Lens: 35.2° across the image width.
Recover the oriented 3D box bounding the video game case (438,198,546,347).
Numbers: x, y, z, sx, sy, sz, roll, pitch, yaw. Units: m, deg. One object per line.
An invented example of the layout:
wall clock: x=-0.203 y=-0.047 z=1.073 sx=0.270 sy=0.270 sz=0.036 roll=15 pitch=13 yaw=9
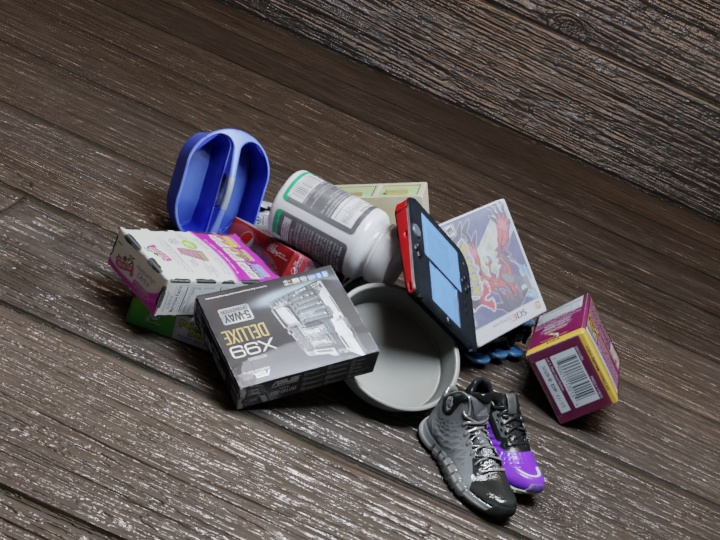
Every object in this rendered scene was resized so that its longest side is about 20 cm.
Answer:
video game case: x=0.203 y=0.002 z=1.804 sx=0.182 sy=0.023 sz=0.200 roll=-23 pitch=92 yaw=-41

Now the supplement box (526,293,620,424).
supplement box: x=0.346 y=0.139 z=1.829 sx=0.131 sy=0.103 sz=0.200 roll=62 pitch=20 yaw=-7

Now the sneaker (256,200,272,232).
sneaker: x=-0.127 y=-0.074 z=1.911 sx=0.115 sy=0.075 sz=0.200 roll=6 pitch=5 yaw=-29

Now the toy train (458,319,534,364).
toy train: x=0.206 y=0.094 z=1.890 sx=0.114 sy=0.087 sz=0.200 roll=31 pitch=21 yaw=33

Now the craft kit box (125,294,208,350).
craft kit box: x=-0.215 y=0.048 z=1.603 sx=0.200 sy=0.049 sz=0.198 roll=21 pitch=18 yaw=-8

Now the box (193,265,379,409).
box: x=-0.099 y=0.084 z=1.485 sx=0.200 sy=0.050 sz=0.158 roll=-13 pitch=52 yaw=-24

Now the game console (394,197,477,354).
game console: x=0.112 y=0.006 z=1.627 sx=0.200 sy=0.031 sz=0.177 roll=43 pitch=30 yaw=-45

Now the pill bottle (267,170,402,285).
pill bottle: x=-0.028 y=-0.058 z=1.680 sx=0.200 sy=0.113 sz=0.113 roll=29 pitch=21 yaw=16

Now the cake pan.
cake pan: x=0.044 y=0.112 z=1.591 sx=0.200 sy=0.037 sz=0.200 roll=15 pitch=54 yaw=-21

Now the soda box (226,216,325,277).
soda box: x=-0.138 y=-0.019 z=1.743 sx=0.070 sy=0.063 sz=0.200 roll=26 pitch=2 yaw=-38

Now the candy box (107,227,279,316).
candy box: x=-0.224 y=0.003 z=1.557 sx=0.200 sy=0.061 sz=0.136 roll=3 pitch=30 yaw=-44

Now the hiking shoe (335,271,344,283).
hiking shoe: x=-0.011 y=0.008 z=1.836 sx=0.200 sy=0.101 sz=0.076 roll=20 pitch=21 yaw=-10

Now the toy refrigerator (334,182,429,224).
toy refrigerator: x=0.005 y=-0.099 z=1.786 sx=0.200 sy=0.070 sz=0.076 roll=-1 pitch=21 yaw=11

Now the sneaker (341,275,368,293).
sneaker: x=0.000 y=0.000 z=1.758 sx=0.080 sy=0.071 sz=0.200 roll=45 pitch=34 yaw=-7

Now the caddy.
caddy: x=-0.229 y=-0.131 z=1.823 sx=0.141 sy=0.200 sz=0.105 roll=13 pitch=6 yaw=-29

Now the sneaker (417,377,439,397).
sneaker: x=0.098 y=0.119 z=1.694 sx=0.076 sy=0.092 sz=0.200 roll=22 pitch=23 yaw=-10

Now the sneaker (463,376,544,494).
sneaker: x=0.192 y=0.217 z=1.547 sx=0.070 sy=0.100 sz=0.200 roll=7 pitch=26 yaw=-33

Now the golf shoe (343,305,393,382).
golf shoe: x=-0.001 y=0.096 z=1.648 sx=0.078 sy=0.095 sz=0.200 roll=27 pitch=22 yaw=6

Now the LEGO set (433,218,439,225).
LEGO set: x=0.152 y=-0.045 z=1.879 sx=0.200 sy=0.116 sz=0.154 roll=35 pitch=-6 yaw=-20

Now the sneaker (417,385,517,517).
sneaker: x=0.151 y=0.220 z=1.473 sx=0.075 sy=0.116 sz=0.200 roll=8 pitch=26 yaw=-37
